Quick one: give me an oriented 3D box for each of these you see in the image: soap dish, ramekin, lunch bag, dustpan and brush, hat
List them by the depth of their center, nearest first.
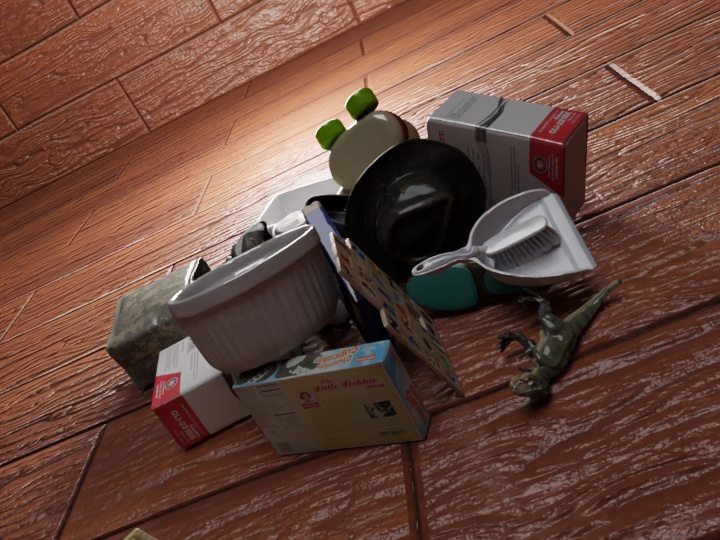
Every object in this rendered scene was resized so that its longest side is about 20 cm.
[{"bbox_3d":[0.159,-0.025,0.827,0.198,0.057,0.141,-25,47,12],"label":"dustpan and brush"},{"bbox_3d":[-0.120,0.037,0.836,0.198,0.106,0.200,-26,10,5],"label":"ramekin"},{"bbox_3d":[0.076,-0.068,0.907,0.198,0.203,0.081,-26,18,5],"label":"hat"},{"bbox_3d":[-0.322,0.075,1.172,0.162,0.118,0.201,-27,32,6],"label":"lunch bag"},{"bbox_3d":[-0.093,-0.094,1.276,0.197,0.082,0.158,-14,31,28],"label":"soap dish"}]

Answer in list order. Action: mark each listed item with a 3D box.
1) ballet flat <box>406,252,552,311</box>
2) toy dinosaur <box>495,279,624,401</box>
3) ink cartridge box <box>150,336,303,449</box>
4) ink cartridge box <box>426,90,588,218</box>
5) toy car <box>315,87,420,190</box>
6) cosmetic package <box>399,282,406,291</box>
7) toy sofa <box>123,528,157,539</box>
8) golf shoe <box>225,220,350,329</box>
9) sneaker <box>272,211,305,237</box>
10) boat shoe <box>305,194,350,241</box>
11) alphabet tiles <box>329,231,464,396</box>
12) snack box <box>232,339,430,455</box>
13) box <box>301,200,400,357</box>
[{"bbox_3d":[0.158,0.007,0.901,0.197,0.069,0.072,-14,11,27],"label":"ballet flat"},{"bbox_3d":[0.205,0.067,0.766,0.087,0.048,0.200,21,54,38],"label":"toy dinosaur"},{"bbox_3d":[-0.180,0.134,0.973,0.198,0.084,0.145,-28,27,2],"label":"ink cartridge box"},{"bbox_3d":[0.200,-0.150,0.953,0.198,0.146,0.084,20,50,32],"label":"ink cartridge box"},{"bbox_3d":[0.047,-0.213,1.241,0.157,0.166,0.199,-38,-11,30],"label":"toy car"},{"bbox_3d":[0.078,-0.062,1.073,0.100,0.072,0.201,-27,27,4],"label":"cosmetic package"},{"bbox_3d":[-0.222,0.362,0.654,0.083,0.097,0.201,-44,20,26],"label":"toy sofa"},{"bbox_3d":[-0.086,0.008,0.969,0.095,0.198,0.078,-55,18,14],"label":"golf shoe"},{"bbox_3d":[-0.093,-0.021,1.118,0.074,0.101,0.201,-16,37,-1],"label":"sneaker"},{"bbox_3d":[0.008,-0.078,0.993,0.197,0.063,0.075,3,45,21],"label":"boat shoe"},{"bbox_3d":[0.037,0.040,0.807,0.008,0.200,0.168,-41,25,13],"label":"alphabet tiles"},{"bbox_3d":[-0.034,0.147,0.779,0.197,0.117,0.037,-13,31,27],"label":"snack box"},{"bbox_3d":[-0.013,0.019,0.889,0.032,0.122,0.201,-28,55,-8],"label":"box"}]
